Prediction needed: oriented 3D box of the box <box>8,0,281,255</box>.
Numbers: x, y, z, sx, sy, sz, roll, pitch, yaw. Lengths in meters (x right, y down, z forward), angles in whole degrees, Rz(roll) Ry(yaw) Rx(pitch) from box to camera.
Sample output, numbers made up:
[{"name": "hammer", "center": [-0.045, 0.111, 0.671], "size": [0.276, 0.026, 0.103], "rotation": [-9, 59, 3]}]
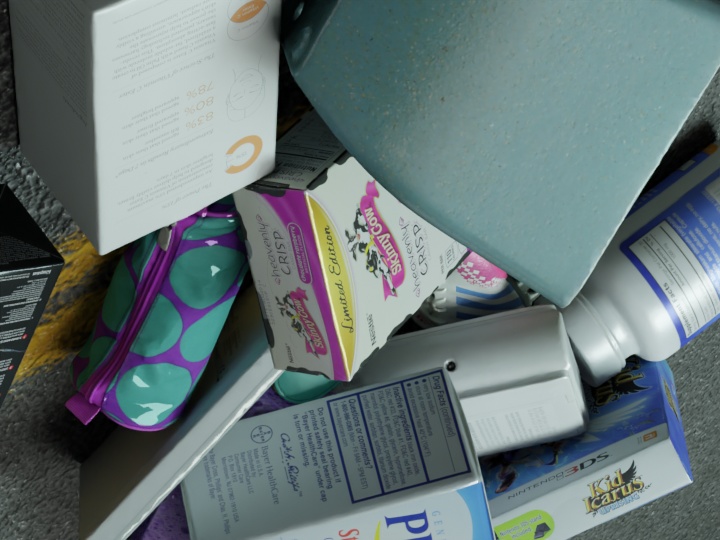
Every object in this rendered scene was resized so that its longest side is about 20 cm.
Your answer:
[{"name": "box", "center": [-0.120, -0.126, 1.520], "size": [0.124, 0.098, 0.201], "rotation": [-27, 147, -23]}]

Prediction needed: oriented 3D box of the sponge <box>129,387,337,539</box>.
[{"name": "sponge", "center": [-0.084, 0.153, 1.939], "size": [0.111, 0.030, 0.201], "rotation": [15, 133, -15]}]

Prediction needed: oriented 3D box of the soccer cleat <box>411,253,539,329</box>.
[{"name": "soccer cleat", "center": [0.065, 0.004, 1.937], "size": [0.086, 0.070, 0.200], "rotation": [-36, 149, 5]}]

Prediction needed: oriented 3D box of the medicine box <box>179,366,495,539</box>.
[{"name": "medicine box", "center": [-0.011, 0.181, 1.876], "size": [0.199, 0.103, 0.183], "rotation": [-14, 140, -1]}]

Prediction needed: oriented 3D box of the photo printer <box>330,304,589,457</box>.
[{"name": "photo printer", "center": [0.062, 0.093, 1.986], "size": [0.198, 0.070, 0.166], "rotation": [-13, 159, 6]}]

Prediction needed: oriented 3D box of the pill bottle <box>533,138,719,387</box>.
[{"name": "pill bottle", "center": [0.235, -0.001, 2.083], "size": [0.200, 0.112, 0.112], "rotation": [-37, 150, -6]}]

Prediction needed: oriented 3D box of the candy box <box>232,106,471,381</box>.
[{"name": "candy box", "center": [0.008, -0.043, 1.687], "size": [0.200, 0.061, 0.137], "rotation": [-45, 132, -43]}]

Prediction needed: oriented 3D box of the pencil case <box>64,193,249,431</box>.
[{"name": "pencil case", "center": [-0.120, 0.008, 1.713], "size": [0.092, 0.085, 0.201], "rotation": [-31, 153, -49]}]

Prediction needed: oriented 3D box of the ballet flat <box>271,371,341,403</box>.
[{"name": "ballet flat", "center": [0.000, 0.000, 1.851], "size": [0.068, 0.068, 0.201], "rotation": [28, 108, -19]}]

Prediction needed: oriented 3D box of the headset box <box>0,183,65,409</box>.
[{"name": "headset box", "center": [-0.281, 0.053, 1.597], "size": [0.148, 0.075, 0.201], "rotation": [-10, 138, -42]}]

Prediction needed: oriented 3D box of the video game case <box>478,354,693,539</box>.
[{"name": "video game case", "center": [0.158, 0.139, 2.079], "size": [0.180, 0.200, 0.046], "rotation": [-25, 109, 11]}]

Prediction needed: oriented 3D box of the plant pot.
[{"name": "plant pot", "center": [0.064, -0.135, 1.531], "size": [0.199, 0.196, 0.197], "rotation": [24, 109, -20]}]

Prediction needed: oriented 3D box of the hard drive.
[{"name": "hard drive", "center": [-0.113, 0.091, 1.808], "size": [0.026, 0.132, 0.200], "rotation": [40, 101, -16]}]
